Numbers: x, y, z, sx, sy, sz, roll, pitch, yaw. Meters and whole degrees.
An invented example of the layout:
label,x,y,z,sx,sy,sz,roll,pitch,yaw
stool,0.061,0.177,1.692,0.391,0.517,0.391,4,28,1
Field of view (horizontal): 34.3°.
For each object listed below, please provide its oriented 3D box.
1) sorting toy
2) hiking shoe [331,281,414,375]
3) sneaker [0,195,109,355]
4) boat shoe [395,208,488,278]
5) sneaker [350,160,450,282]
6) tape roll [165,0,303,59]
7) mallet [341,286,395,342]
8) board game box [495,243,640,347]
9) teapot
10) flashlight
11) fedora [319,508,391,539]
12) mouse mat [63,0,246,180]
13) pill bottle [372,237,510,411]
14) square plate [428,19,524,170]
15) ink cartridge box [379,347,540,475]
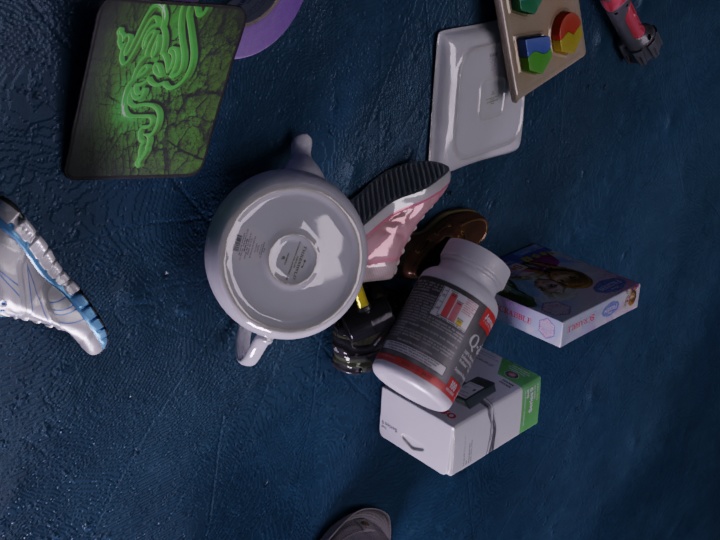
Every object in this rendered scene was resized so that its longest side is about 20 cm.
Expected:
label,x,y,z,sx,sy,sz,roll,pitch,yaw
sorting toy,0.251,-0.351,1.590,0.199,0.036,0.188,-38,125,-38
hiking shoe,0.041,0.055,1.551,0.199,0.075,0.102,-35,135,-32
sneaker,-0.322,0.023,1.138,0.086,0.075,0.201,-41,130,-13
boat shoe,0.113,-0.030,1.598,0.199,0.067,0.073,-22,124,-41
sneaker,0.039,-0.058,1.497,0.199,0.075,0.106,-35,132,-27
tape roll,-0.138,-0.319,1.172,0.199,0.065,0.203,-25,126,-40
mallet,0.000,0.000,1.429,0.065,0.041,0.202,-18,127,-11
board game box,0.272,0.031,1.707,0.198,0.198,0.042,-21,123,-42
teapot,-0.091,-0.020,1.320,0.198,0.146,0.199,-30,105,-9
flashlight,0.406,-0.391,1.757,0.200,0.067,0.069,41,74,-49
fedora,0.009,0.443,1.693,0.199,0.090,0.179,27,88,-51
mouse mat,-0.203,-0.174,1.151,0.159,0.008,0.202,-6,130,-37
pill bottle,0.108,0.068,1.499,0.202,0.115,0.116,-61,141,-13
square plate,0.169,-0.238,1.592,0.198,0.028,0.201,-21,124,-42
ink cartridge box,0.144,0.195,1.682,0.198,0.145,0.085,-23,125,-41
